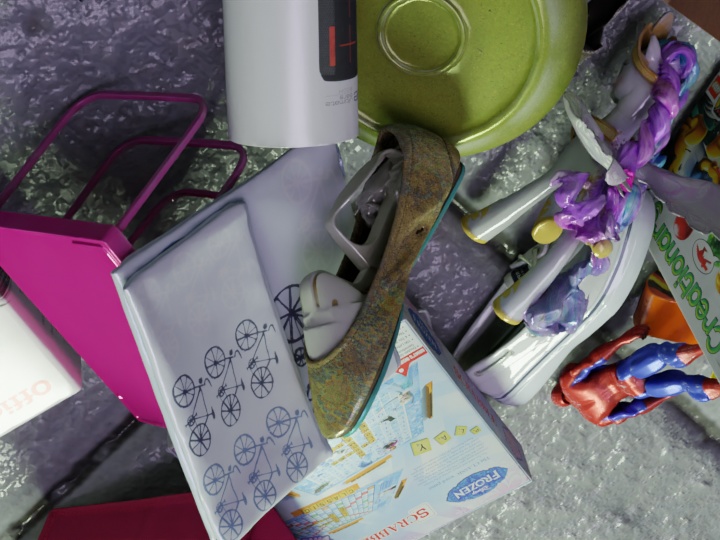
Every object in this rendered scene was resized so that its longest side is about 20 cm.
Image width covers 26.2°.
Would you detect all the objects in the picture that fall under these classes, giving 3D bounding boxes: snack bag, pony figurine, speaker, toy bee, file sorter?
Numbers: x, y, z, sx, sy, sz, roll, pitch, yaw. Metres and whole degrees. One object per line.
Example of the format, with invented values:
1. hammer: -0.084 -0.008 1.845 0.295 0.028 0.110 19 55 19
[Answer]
1. snack bag: -0.050 0.036 0.936 0.200 0.021 0.190 -39 122 -40
2. pony figurine: 0.158 -0.053 0.989 0.165 0.194 0.201 27 115 -25
3. speaker: -0.042 -0.173 0.886 0.080 0.081 0.203 -4 105 -12
4. toy bee: 0.304 0.042 1.165 0.199 0.109 0.131 36 121 -6
5. file sorter: -0.116 -0.003 0.975 0.126 0.138 0.201 -56 132 -26

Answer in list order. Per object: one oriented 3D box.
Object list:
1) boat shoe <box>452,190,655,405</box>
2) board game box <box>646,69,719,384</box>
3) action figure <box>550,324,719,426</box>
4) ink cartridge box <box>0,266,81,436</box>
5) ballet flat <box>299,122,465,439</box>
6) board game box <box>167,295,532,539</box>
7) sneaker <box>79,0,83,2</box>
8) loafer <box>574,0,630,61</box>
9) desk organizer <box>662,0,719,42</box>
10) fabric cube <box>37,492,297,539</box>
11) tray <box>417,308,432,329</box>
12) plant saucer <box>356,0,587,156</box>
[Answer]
1. boat shoe: 0.134 0.018 1.107 0.066 0.074 0.201 17 119 -26
2. board game box: 0.251 -0.027 1.022 0.034 0.201 0.127 16 123 -25
3. action figure: 0.208 0.076 1.129 0.065 0.052 0.199 46 144 -16
4. ink cartridge box: -0.291 0.024 0.996 0.145 0.085 0.201 -29 126 7
5. ballet flat: 0.000 0.000 0.934 0.070 0.070 0.202 34 70 -32
6. board game box: -0.005 0.130 1.134 0.199 0.041 0.200 -28 127 13
7. sneaker: -0.168 -0.248 0.854 0.078 0.066 0.201 -31 127 -6
8. loafer: 0.111 -0.159 0.979 0.075 0.070 0.200 31 112 -31
9. desk organizer: 0.283 -0.188 0.960 0.198 0.077 0.072 -9 129 -33
10. fabric cube: -0.131 0.301 1.126 0.198 0.197 0.200 -9 130 26
11. tray: -0.037 0.091 1.147 0.198 0.022 0.108 -16 126 -3
12. plant saucer: 0.039 -0.150 0.947 0.197 0.031 0.202 6 123 8
